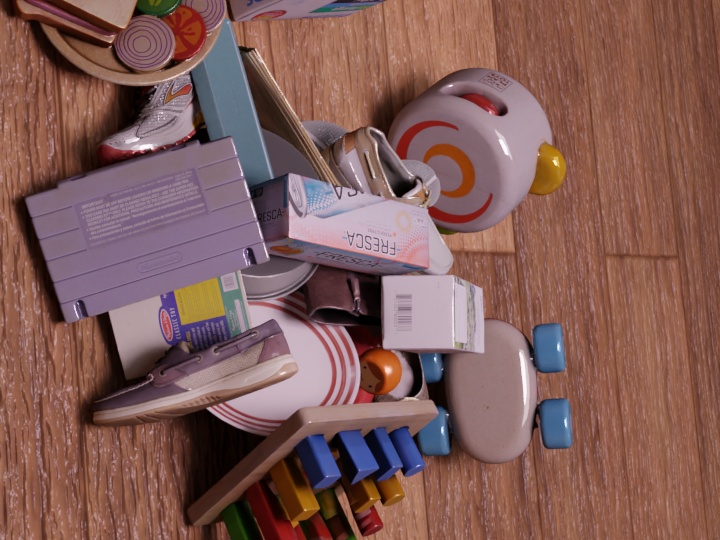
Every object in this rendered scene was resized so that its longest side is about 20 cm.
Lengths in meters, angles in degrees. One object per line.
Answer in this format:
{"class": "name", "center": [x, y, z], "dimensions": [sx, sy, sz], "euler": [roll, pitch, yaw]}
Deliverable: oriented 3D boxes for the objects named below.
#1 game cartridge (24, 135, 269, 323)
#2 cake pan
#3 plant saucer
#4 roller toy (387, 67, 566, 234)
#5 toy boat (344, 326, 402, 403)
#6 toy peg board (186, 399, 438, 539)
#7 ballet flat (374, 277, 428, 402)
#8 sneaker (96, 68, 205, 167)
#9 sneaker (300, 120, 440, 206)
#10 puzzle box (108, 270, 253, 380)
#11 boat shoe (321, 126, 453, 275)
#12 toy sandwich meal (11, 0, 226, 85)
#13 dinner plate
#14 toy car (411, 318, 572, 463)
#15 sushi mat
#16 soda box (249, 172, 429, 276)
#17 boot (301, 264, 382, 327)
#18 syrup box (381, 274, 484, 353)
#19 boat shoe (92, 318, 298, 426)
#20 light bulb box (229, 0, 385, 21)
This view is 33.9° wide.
{"class": "game cartridge", "center": [-0.198, -0.041, 1.105], "dimensions": [0.200, 0.038, 0.130], "euler": [-17, 94, -7]}
{"class": "cake pan", "center": [-0.119, -0.067, 1.221], "dimensions": [0.200, 0.037, 0.200], "euler": [11, 64, -24]}
{"class": "plant saucer", "center": [-0.132, -0.168, 1.195], "dimensions": [0.070, 0.019, 0.200], "euler": [-6, 79, -52]}
{"class": "roller toy", "center": [0.140, -0.153, 1.471], "dimensions": [0.140, 0.200, 0.183], "euler": [-42, 108, -45]}
{"class": "toy boat", "center": [-0.012, 0.114, 1.297], "dimensions": [0.131, 0.131, 0.200], "euler": [50, 50, -32]}
{"class": "toy peg board", "center": [-0.030, 0.226, 1.190], "dimensions": [0.200, 0.199, 0.098], "euler": [3, 52, -48]}
{"class": "ballet flat", "center": [0.045, 0.096, 1.412], "dimensions": [0.067, 0.046, 0.200], "euler": [-5, 83, -14]}
{"class": "sneaker", "center": [-0.203, -0.163, 1.184], "dimensions": [0.082, 0.078, 0.200], "euler": [57, 38, -16]}
{"class": "sneaker", "center": [-0.008, -0.114, 1.395], "dimensions": [0.200, 0.080, 0.070], "euler": [22, 75, -24]}
{"class": "puzzle box", "center": [-0.186, -0.005, 1.140], "dimensions": [0.133, 0.025, 0.200], "euler": [-13, 98, -8]}
{"class": "boat shoe", "center": [0.044, -0.073, 1.321], "dimensions": [0.200, 0.068, 0.075], "euler": [47, 33, -17]}
{"class": "toy sandwich meal", "center": [-0.223, -0.273, 1.127], "dimensions": [0.205, 0.070, 0.205], "euler": [5, 75, -18]}
{"class": "dinner plate", "center": [-0.097, 0.091, 1.217], "dimensions": [0.200, 0.024, 0.200], "euler": [13, 44, -13]}
{"class": "toy car", "center": [0.175, 0.152, 1.511], "dimensions": [0.200, 0.184, 0.177], "euler": [20, 65, -76]}
{"class": "sushi mat", "center": [-0.089, -0.158, 1.288], "dimensions": [0.012, 0.096, 0.200], "euler": [-42, 116, -20]}
{"class": "soda box", "center": [-0.018, -0.043, 1.204], "dimensions": [0.200, 0.064, 0.068], "euler": [11, 72, -43]}
{"class": "boot", "center": [0.000, 0.000, 1.330], "dimensions": [0.200, 0.072, 0.166], "euler": [7, 46, -35]}
{"class": "syrup box", "center": [0.084, 0.052, 1.316], "dimensions": [0.200, 0.081, 0.079], "euler": [20, 69, -75]}
{"class": "boat shoe", "center": [-0.159, 0.098, 1.111], "dimensions": [0.072, 0.200, 0.065], "euler": [36, 38, -76]}
{"class": "light bulb box", "center": [-0.058, -0.397, 1.339], "dimensions": [0.198, 0.125, 0.200], "euler": [-17, 95, -49]}
